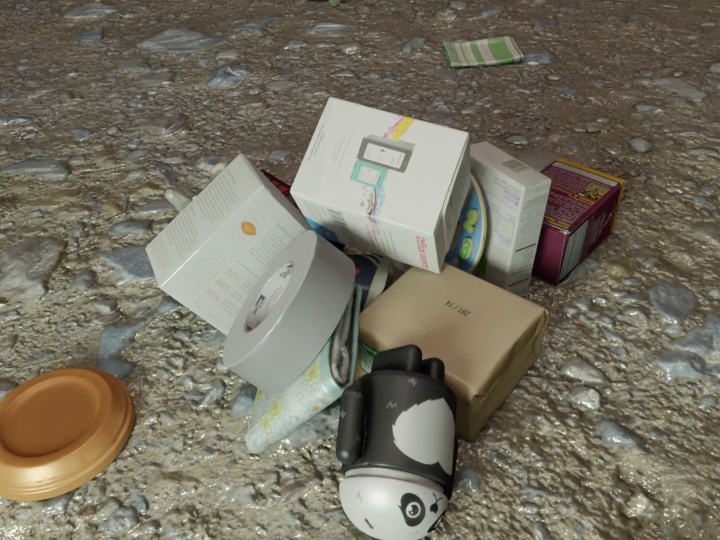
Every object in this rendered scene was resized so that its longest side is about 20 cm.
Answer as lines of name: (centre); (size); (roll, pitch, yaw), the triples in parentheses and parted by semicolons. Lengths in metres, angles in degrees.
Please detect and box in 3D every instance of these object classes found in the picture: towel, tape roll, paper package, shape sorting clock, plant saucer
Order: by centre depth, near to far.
tape roll: (-0.092, 0.050, 0.844); (0.066, 0.200, 0.202); (35, 35, -19)
towel: (-0.067, 0.115, 0.848); (0.048, 0.171, 0.202); (35, 33, -19)
plant saucer: (-0.392, 0.195, 0.853); (0.195, 0.038, 0.202); (-2, 38, 2)
paper package: (0.116, 0.095, 0.891); (0.198, 0.105, 0.190); (26, 47, 31)
shape sorting clock: (0.119, -0.075, 1.028); (0.039, 0.204, 0.200); (-2, 32, -37)
towel: (0.327, -0.588, 1.792); (0.195, 0.024, 0.154); (-4, 39, -1)

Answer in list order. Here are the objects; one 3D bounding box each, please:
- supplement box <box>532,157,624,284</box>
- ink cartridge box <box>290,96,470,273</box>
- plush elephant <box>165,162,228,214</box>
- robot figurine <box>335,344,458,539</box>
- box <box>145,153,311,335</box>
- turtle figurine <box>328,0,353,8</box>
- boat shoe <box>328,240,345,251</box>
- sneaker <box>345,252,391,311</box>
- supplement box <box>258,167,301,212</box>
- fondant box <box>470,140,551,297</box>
supplement box: (0.328, -0.087, 1.103); (0.130, 0.105, 0.199); (29, 48, 34)
ink cartridge box: (0.035, -0.111, 0.897); (0.196, 0.147, 0.149); (18, 75, 15)
plush elephant: (-0.248, -0.078, 1.073); (0.200, 0.154, 0.166); (43, 97, 26)
robot figurine: (0.044, 0.188, 0.732); (0.146, 0.126, 0.204); (10, 62, 0)
box: (-0.181, -0.034, 0.969); (0.200, 0.152, 0.107); (-43, 43, 3)
turtle figurine: (-0.095, -0.946, 2.171); (0.189, 0.147, 0.201); (3, 35, 13)
boat shoe: (-0.097, -0.024, 1.079); (0.065, 0.073, 0.201); (28, 52, 27)
sneaker: (0.000, 0.000, 0.995); (0.083, 0.077, 0.200); (18, 16, 2)
supplement box: (-0.161, -0.105, 1.192); (0.108, 0.062, 0.199); (-31, 45, -29)
fondant box: (0.201, -0.072, 1.012); (0.057, 0.204, 0.144); (-17, 39, -28)
